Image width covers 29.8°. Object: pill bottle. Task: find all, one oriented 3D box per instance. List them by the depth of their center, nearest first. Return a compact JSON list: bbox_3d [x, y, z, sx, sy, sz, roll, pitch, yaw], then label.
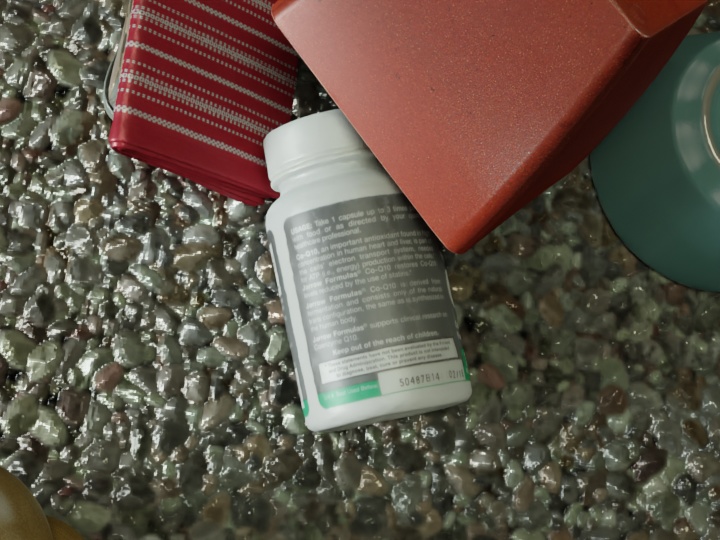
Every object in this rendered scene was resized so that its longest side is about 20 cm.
[{"bbox_3d":[0.000,0.000,0.899,0.113,0.113,0.200,-10,82,-13],"label":"pill bottle"}]

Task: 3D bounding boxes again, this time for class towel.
[{"bbox_3d":[-0.098,-0.156,0.919,0.144,0.022,0.201,19,74,-44],"label":"towel"}]

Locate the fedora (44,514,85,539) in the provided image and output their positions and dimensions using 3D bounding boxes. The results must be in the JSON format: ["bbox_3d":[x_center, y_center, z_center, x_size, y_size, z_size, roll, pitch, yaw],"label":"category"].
[{"bbox_3d":[-0.208,0.249,0.808,0.200,0.082,0.201,-11,60,20],"label":"fedora"}]

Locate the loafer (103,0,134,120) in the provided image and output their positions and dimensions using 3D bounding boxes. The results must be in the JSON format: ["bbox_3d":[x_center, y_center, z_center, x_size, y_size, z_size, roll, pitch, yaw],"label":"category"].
[{"bbox_3d":[-0.127,-0.195,0.937,0.072,0.063,0.200,16,77,-8],"label":"loafer"}]

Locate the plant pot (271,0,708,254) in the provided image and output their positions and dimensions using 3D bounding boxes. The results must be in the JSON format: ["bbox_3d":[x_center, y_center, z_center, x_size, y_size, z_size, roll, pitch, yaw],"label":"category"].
[{"bbox_3d":[0.102,-0.164,0.874,0.200,0.176,0.200,52,39,2],"label":"plant pot"}]

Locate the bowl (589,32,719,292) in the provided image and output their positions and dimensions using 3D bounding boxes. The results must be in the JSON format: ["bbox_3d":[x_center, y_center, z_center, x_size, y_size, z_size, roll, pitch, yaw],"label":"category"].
[{"bbox_3d":[0.277,-0.092,0.975,0.200,0.105,0.201,2,78,-10],"label":"bowl"}]

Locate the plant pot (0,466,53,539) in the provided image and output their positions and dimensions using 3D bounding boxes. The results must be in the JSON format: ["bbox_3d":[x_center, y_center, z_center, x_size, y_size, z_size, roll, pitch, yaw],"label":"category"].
[{"bbox_3d":[-0.270,0.200,0.795,0.200,0.027,0.200,-11,60,20],"label":"plant pot"}]
